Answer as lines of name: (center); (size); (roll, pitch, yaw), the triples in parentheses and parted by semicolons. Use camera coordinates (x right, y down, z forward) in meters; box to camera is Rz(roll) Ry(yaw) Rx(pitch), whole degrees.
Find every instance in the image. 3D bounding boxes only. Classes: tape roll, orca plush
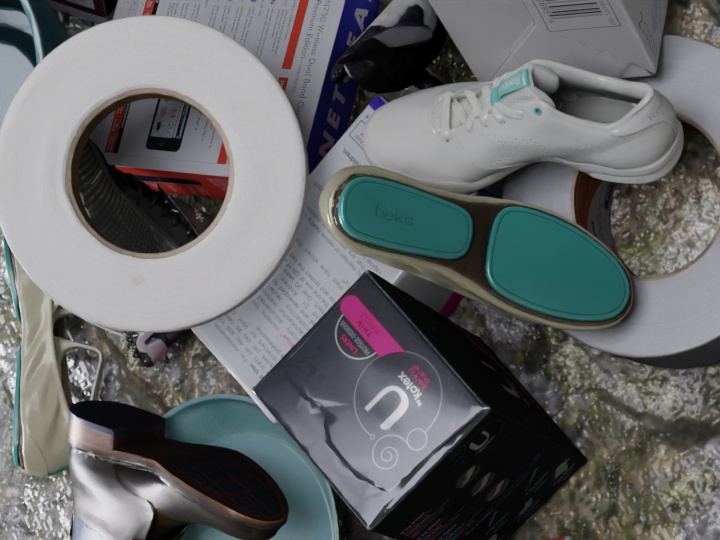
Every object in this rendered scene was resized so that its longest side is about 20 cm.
tape roll: (-0.132, -0.059, 1.667); (0.201, 0.037, 0.204); (0, 89, 1)
tape roll: (0.191, -0.042, 1.643); (0.199, 0.066, 0.202); (-5, 79, 26)
orca plush: (0.040, -0.140, 1.679); (0.071, 0.200, 0.105); (43, 90, -3)

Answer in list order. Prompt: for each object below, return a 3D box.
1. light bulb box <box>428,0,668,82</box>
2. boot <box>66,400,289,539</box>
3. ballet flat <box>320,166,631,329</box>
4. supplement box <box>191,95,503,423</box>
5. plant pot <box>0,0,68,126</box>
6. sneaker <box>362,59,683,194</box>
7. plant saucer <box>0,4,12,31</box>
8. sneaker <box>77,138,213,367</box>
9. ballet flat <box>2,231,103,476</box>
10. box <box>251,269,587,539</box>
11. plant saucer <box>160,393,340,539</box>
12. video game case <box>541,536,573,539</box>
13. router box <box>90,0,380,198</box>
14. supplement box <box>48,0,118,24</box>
light bulb box: (0.110, -0.250, 1.611); (0.124, 0.198, 0.201); (-2, 58, 26)
boot: (-0.122, 0.161, 1.725); (0.200, 0.074, 0.098); (24, 112, 43)
ballet flat: (0.067, -0.013, 1.602); (0.199, 0.069, 0.070); (22, 92, -10)
supplement box: (0.000, 0.000, 1.713); (0.103, 0.101, 0.200); (45, 102, 25)
plant pot: (-0.279, -0.127, 1.808); (0.199, 0.188, 0.201); (0, 89, 13)
sneaker: (0.092, -0.097, 1.597); (0.199, 0.089, 0.076); (-2, 66, 15)
plant saucer: (-0.328, -0.204, 1.952); (0.199, 0.029, 0.201); (-4, 81, 27)
sneaker: (-0.147, -0.031, 1.762); (0.090, 0.201, 0.067); (-28, 36, -7)
ballet flat: (-0.212, 0.043, 1.841); (0.069, 0.069, 0.201); (-8, 80, 25)
box: (0.040, 0.095, 1.617); (0.106, 0.200, 0.122); (-45, 66, 7)
plant saucer: (-0.084, 0.183, 1.750); (0.199, 0.036, 0.201); (-4, 84, 37)
video game case: (0.062, 0.240, 1.643); (0.199, 0.017, 0.144); (-12, 116, 25)
router box: (-0.086, -0.149, 1.787); (0.179, 0.049, 0.201); (7, 73, 27)
supplement box: (-0.219, -0.270, 1.808); (0.108, 0.201, 0.061); (21, 57, 22)
